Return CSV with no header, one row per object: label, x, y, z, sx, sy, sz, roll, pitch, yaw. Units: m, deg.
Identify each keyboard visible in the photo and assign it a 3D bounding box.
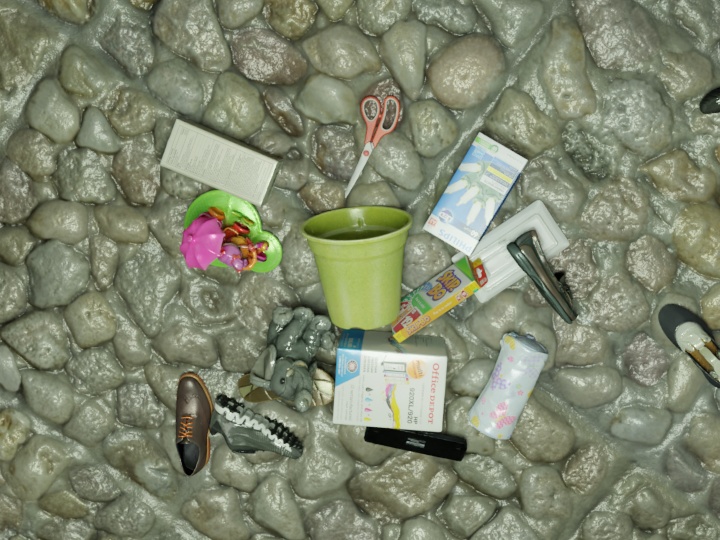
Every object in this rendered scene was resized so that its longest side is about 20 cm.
keyboard,0.111,0.313,1.611,0.200,0.040,0.104,12,139,-1

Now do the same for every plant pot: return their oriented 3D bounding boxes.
plant pot,0.000,0.000,1.503,0.200,0.200,0.185,-3,111,4

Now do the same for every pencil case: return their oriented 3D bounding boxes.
pencil case,0.277,0.217,1.566,0.091,0.083,0.200,22,100,3

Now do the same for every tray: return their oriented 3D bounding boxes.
tray,0.280,-0.034,1.553,0.200,0.022,0.107,-34,95,8

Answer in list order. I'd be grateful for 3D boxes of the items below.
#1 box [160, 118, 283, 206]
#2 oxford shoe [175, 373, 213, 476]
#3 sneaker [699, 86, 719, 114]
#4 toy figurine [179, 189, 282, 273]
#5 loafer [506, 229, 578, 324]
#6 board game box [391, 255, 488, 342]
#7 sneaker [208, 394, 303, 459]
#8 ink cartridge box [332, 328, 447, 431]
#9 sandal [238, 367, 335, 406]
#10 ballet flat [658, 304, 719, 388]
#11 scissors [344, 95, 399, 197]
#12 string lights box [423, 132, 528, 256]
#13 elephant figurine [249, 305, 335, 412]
box,-0.252,-0.199,1.526,0.200,0.078,0.095,24,101,-1
oxford shoe,-0.327,0.301,1.619,0.071,0.073,0.200,-4,99,5
sneaker,0.700,-0.293,1.461,0.200,0.076,0.091,-10,105,7
toy figurine,-0.245,-0.042,1.494,0.200,0.184,0.150,32,105,-5
loafer,0.348,0.013,1.523,0.063,0.072,0.200,-40,108,4
board game box,0.140,0.047,1.525,0.200,0.096,0.030,-33,116,15
sneaker,-0.209,0.326,1.624,0.200,0.066,0.091,28,103,2
ink cartridge box,0.057,0.201,1.544,0.200,0.145,0.148,4,100,3
sandal,-0.139,0.219,1.610,0.200,0.054,0.081,-4,94,19
ballet flat,0.633,0.144,1.541,0.073,0.073,0.200,-41,95,9
scissors,0.022,-0.226,1.538,0.073,0.014,0.200,11,99,-1
string lights box,0.209,-0.137,1.515,0.103,0.059,0.200,31,100,7
elephant figurine,-0.130,0.174,1.494,0.141,0.155,0.200,8,60,10
